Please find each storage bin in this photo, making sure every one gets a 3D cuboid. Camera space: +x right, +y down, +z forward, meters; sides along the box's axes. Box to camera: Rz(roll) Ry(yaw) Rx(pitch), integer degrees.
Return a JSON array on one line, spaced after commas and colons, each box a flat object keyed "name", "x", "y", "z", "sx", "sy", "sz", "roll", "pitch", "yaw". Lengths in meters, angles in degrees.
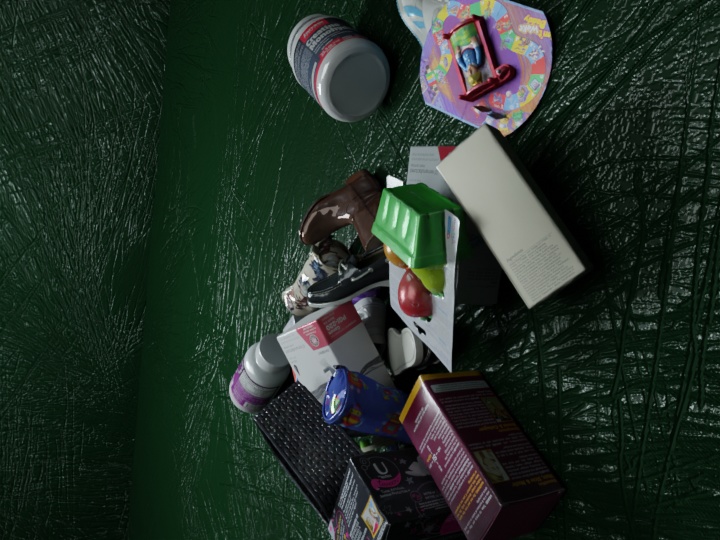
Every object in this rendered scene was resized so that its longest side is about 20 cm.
[{"name": "storage bin", "x": -0.064, "y": 0.283, "z": 0.925, "sx": 0.199, "sy": 0.093, "sz": 0.137, "roll": 37, "pitch": 154, "yaw": 40}]

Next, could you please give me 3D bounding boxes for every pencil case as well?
[{"name": "pencil case", "x": 0.034, "y": 0.202, "z": 0.902, "sx": 0.079, "sy": 0.196, "sz": 0.087, "roll": -61, "pitch": 27, "yaw": 14}, {"name": "pencil case", "x": -0.090, "y": 0.016, "z": 1.217, "sx": 0.201, "sy": 0.088, "sz": 0.079, "roll": -50, "pitch": 18, "yaw": 47}]

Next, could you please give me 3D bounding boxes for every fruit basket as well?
[{"name": "fruit basket", "x": 0.082, "y": -0.003, "z": 0.792, "sx": 0.185, "sy": 0.092, "sz": 0.205, "roll": -134, "pitch": 32, "yaw": -58}]

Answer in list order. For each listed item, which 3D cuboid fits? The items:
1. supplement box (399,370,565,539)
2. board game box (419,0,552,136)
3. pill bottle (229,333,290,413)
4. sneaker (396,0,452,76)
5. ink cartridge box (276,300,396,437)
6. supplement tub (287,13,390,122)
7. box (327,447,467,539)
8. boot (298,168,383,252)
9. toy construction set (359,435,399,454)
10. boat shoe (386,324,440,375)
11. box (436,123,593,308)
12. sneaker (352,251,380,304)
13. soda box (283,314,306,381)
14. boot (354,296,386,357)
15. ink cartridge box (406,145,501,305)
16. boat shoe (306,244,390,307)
[{"name": "supplement box", "x": 0.148, "y": 0.232, "z": 0.786, "sx": 0.201, "sy": 0.108, "sz": 0.087, "roll": 57, "pitch": 135, "yaw": 44}, {"name": "board game box", "x": 0.151, "y": -0.275, "z": 0.803, "sx": 0.198, "sy": 0.038, "sz": 0.161, "roll": 34, "pitch": 118, "yaw": 30}, {"name": "pill bottle", "x": -0.226, "y": 0.235, "z": 1.415, "sx": 0.201, "sy": 0.110, "sz": 0.114, "roll": -55, "pitch": 45, "yaw": 42}, {"name": "sneaker", "x": 0.118, "y": -0.372, "z": 0.906, "sx": 0.081, "sy": 0.075, "sz": 0.203, "roll": -47, "pitch": 57, "yaw": 39}, {"name": "ink cartridge box", "x": -0.034, "y": 0.166, "z": 1.003, "sx": 0.145, "sy": 0.084, "sz": 0.203, "roll": -25, "pitch": 95, "yaw": 52}, {"name": "supplement tub", "x": -0.044, "y": -0.370, "z": 1.107, "sx": 0.201, "sy": 0.137, "sz": 0.143, "roll": 53, "pitch": 132, "yaw": 45}, {"name": "box", "x": 0.073, "y": 0.325, "z": 0.822, "sx": 0.115, "sy": 0.195, "sz": 0.135, "roll": 47, "pitch": 127, "yaw": 50}, {"name": "boot", "x": -0.013, "y": -0.070, "z": 1.045, "sx": 0.186, "sy": 0.064, "sz": 0.201, "roll": -45, "pitch": 39, "yaw": 9}, {"name": "toy construction set", "x": 0.033, "y": 0.346, "z": 0.993, "sx": 0.131, "sy": 0.089, "sz": 0.206, "roll": 109, "pitch": 161, "yaw": -72}, {"name": "boat shoe", "x": 0.083, "y": 0.117, "z": 0.944, "sx": 0.200, "sy": 0.059, "sz": 0.076, "roll": 126, "pitch": 138, "yaw": -72}, {"name": "box", "x": 0.178, "y": -0.063, "z": 0.712, "sx": 0.082, "sy": 0.068, "sz": 0.203, "roll": -36, "pitch": 75, "yaw": 27}, {"name": "sneaker", "x": 0.018, "y": 0.010, "z": 1.072, "sx": 0.084, "sy": 0.081, "sz": 0.199, "roll": 50, "pitch": 134, "yaw": -3}, {"name": "soda box", "x": -0.098, "y": 0.192, "z": 1.245, "sx": 0.064, "sy": 0.067, "sz": 0.204, "roll": -51, "pitch": 48, "yaw": 45}, {"name": "boot", "x": -0.017, "y": 0.138, "z": 1.089, "sx": 0.201, "sy": 0.072, "sz": 0.098, "roll": -52, "pitch": 31, "yaw": 44}, {"name": "ink cartridge box", "x": 0.129, "y": -0.065, "z": 0.857, "sx": 0.145, "sy": 0.081, "sz": 0.206, "roll": 17, "pitch": 102, "yaw": 57}, {"name": "boat shoe", "x": 0.000, "y": 0.000, "z": 0.961, "sx": 0.076, "sy": 0.195, "sz": 0.061, "roll": -98, "pitch": -14, "yaw": -64}]
